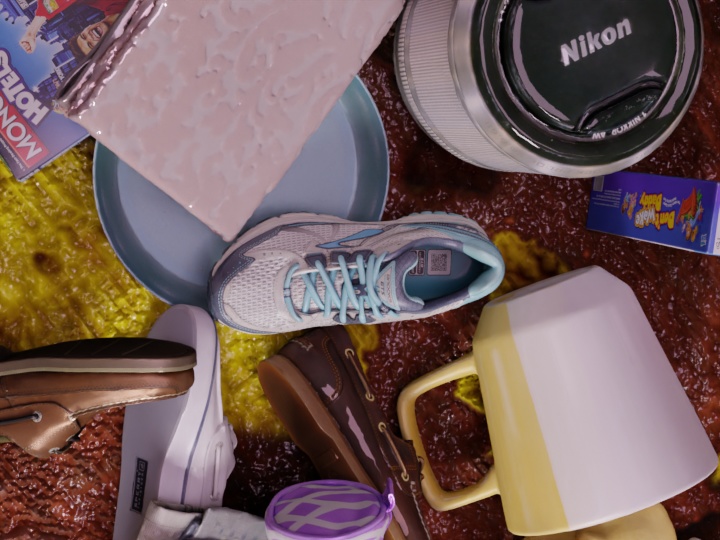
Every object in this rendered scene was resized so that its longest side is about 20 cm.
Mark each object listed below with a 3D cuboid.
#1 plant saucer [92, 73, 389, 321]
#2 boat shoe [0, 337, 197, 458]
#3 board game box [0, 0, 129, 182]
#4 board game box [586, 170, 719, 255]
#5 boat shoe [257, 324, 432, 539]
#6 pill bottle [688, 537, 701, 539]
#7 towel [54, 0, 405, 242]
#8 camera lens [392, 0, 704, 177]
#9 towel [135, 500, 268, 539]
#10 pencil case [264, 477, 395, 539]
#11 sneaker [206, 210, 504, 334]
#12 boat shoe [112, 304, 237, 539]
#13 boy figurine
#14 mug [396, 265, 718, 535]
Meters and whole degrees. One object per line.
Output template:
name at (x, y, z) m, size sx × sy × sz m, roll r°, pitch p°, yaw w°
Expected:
plant saucer at (-0.079, -0.066, 1.059) m, size 0.199 × 0.027 × 0.201 m, roll -3°, pitch 100°, yaw -16°
boat shoe at (-0.196, 0.082, 1.012) m, size 0.199 × 0.072 × 0.068 m, roll -3°, pitch 95°, yaw 15°
board game box at (-0.226, -0.162, 0.991) m, size 0.200 × 0.062 × 0.200 m, roll -35°, pitch 90°, yaw -4°
board game box at (0.251, -0.034, 1.057) m, size 0.134 × 0.200 × 0.045 m, roll 7°, pitch 94°, yaw -13°
boat shoe at (0.009, 0.130, 1.073) m, size 0.070 × 0.070 × 0.200 m, roll -29°, pitch 94°, yaw -30°
pill bottle at (0.186, 0.283, 1.113) m, size 0.200 × 0.120 × 0.120 m, roll -37°, pitch 102°, yaw -7°
towel at (-0.071, -0.134, 0.969) m, size 0.200 × 0.032 × 0.191 m, roll -53°, pitch 146°, yaw -2°
camera lens at (0.113, -0.142, 1.015) m, size 0.159 × 0.200 × 0.161 m, roll -1°, pitch 96°, yaw -13°
towel at (-0.090, 0.256, 1.050) m, size 0.192 × 0.034 × 0.201 m, roll 18°, pitch 90°, yaw -41°
pencil case at (-0.013, 0.233, 1.034) m, size 0.085 × 0.084 × 0.201 m, roll -4°, pitch 115°, yaw 1°
sneaker at (0.000, 0.000, 1.033) m, size 0.199 × 0.086 × 0.078 m, roll -11°, pitch 103°, yaw -15°
boat shoe at (-0.117, 0.121, 1.059) m, size 0.065 × 0.073 × 0.201 m, roll 5°, pitch 103°, yaw -41°
boy figurine at (0.123, 0.218, 1.087) m, size 0.200 × 0.124 × 0.065 m, roll -30°, pitch 98°, yaw 2°
mug at (0.131, 0.088, 1.075) m, size 0.186 × 0.149 × 0.154 m, roll -20°, pitch 91°, yaw -17°
